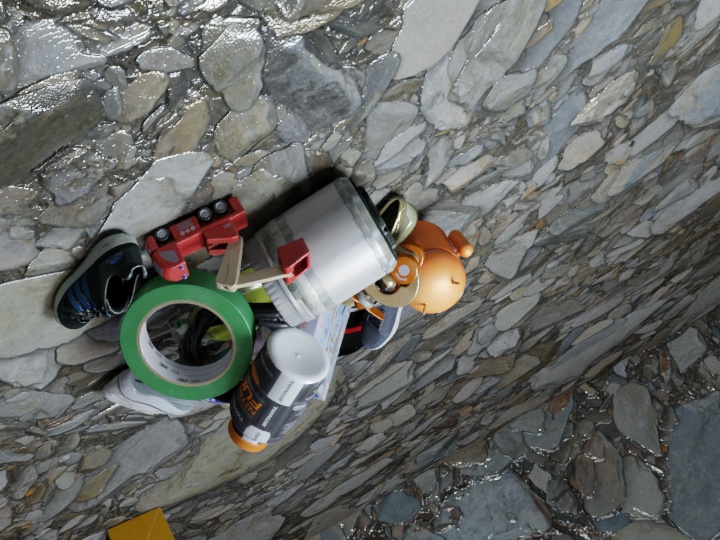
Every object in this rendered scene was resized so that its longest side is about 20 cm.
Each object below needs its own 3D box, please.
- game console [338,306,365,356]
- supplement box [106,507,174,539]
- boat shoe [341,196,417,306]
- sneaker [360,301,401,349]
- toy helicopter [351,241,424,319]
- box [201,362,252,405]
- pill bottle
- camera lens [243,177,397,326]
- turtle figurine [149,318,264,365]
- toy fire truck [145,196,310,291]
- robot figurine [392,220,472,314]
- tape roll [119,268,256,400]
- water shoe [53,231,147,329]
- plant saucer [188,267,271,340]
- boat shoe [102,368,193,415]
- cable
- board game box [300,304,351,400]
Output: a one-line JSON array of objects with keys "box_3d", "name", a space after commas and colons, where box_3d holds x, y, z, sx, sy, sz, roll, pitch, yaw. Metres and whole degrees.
[{"box_3d": [-0.040, 0.112, 2.108, 0.198, 0.031, 0.178, -11, 144, -43], "name": "game console"}, {"box_3d": [-0.490, 0.691, 2.493, 0.131, 0.199, 0.201, -19, 156, -25], "name": "supplement box"}, {"box_3d": [0.017, -0.032, 1.781, 0.201, 0.073, 0.063, -51, 154, 7], "name": "boat shoe"}, {"box_3d": [0.023, 0.067, 1.984, 0.145, 0.077, 0.204, -14, 135, -56], "name": "sneaker"}, {"box_3d": [0.000, 0.000, 1.732, 0.079, 0.197, 0.134, -59, 171, -68], "name": "toy helicopter"}, {"box_3d": [-0.208, 0.196, 1.866, 0.196, 0.071, 0.064, 6, 160, 11], "name": "box"}, {"box_3d": [-0.132, 0.188, 1.635, 0.105, 0.107, 0.201, -9, 143, -43], "name": "pill bottle"}, {"box_3d": [-0.054, -0.030, 1.615, 0.198, 0.161, 0.160, -32, 158, 1], "name": "camera lens"}, {"box_3d": [-0.252, 0.149, 1.762, 0.196, 0.102, 0.150, -6, 150, -8], "name": "turtle figurine"}, {"box_3d": [-0.182, -0.022, 1.492, 0.198, 0.142, 0.049, -26, 158, -13], "name": "toy fire truck"}, {"box_3d": [0.110, -0.005, 1.832, 0.141, 0.201, 0.118, -2, 121, -13], "name": "robot figurine"}, {"box_3d": [-0.254, 0.096, 1.605, 0.197, 0.048, 0.203, 1, 118, 1], "name": "tape roll"}, {"box_3d": [-0.356, 0.035, 1.468, 0.071, 0.080, 0.200, -7, 147, -44], "name": "water shoe"}, {"box_3d": [-0.189, 0.060, 1.799, 0.198, 0.031, 0.201, -26, 157, -12], "name": "plant saucer"}, {"box_3d": [-0.363, 0.207, 1.849, 0.066, 0.075, 0.200, -21, 153, 18], "name": "boat shoe"}, {"box_3d": [-0.188, 0.130, 1.702, 0.196, 0.051, 0.166, -3, 107, -16], "name": "cable"}, {"box_3d": [-0.068, 0.100, 1.857, 0.040, 0.203, 0.200, 12, 161, 13], "name": "board game box"}]
